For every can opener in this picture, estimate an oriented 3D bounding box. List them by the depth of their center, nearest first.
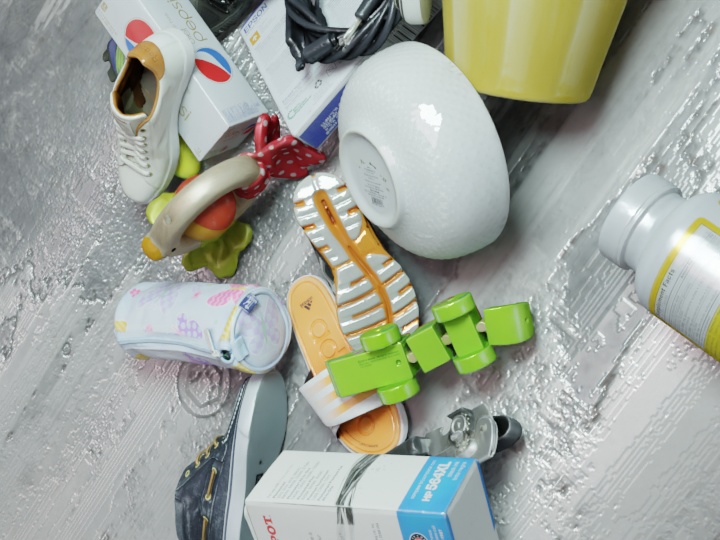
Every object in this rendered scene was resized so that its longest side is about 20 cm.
[{"bbox_3d":[0.064,0.184,1.175,0.200,0.067,0.054,-37,46,38],"label":"can opener"}]

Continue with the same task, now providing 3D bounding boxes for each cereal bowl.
[{"bbox_3d":[0.040,-0.097,1.138,0.200,0.083,0.201,44,149,37],"label":"cereal bowl"}]

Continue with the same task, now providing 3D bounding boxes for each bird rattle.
[{"bbox_3d":[-0.134,-0.067,1.274,0.200,0.163,0.113,-35,87,34],"label":"bird rattle"}]

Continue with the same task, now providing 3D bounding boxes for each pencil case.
[{"bbox_3d":[-0.163,0.057,1.297,0.199,0.083,0.091,4,46,43],"label":"pencil case"}]

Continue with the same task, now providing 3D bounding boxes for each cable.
[{"bbox_3d":[-0.010,-0.289,1.208,0.163,0.051,0.201,-23,54,39],"label":"cable"}]

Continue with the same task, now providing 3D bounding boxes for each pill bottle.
[{"bbox_3d":[0.290,0.009,1.012,0.200,0.112,0.112,39,105,30],"label":"pill bottle"}]

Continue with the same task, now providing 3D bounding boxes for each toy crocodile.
[{"bbox_3d":[0.061,0.069,1.162,0.199,0.062,0.068,-23,95,19],"label":"toy crocodile"}]

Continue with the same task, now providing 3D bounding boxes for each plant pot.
[{"bbox_3d":[0.150,-0.248,1.095,0.200,0.200,0.190,18,110,33],"label":"plant pot"}]

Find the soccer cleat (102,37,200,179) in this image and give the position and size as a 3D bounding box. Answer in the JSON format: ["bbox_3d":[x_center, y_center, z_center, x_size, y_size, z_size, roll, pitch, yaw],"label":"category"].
[{"bbox_3d":[-0.217,-0.191,1.388,0.084,0.065,0.201,-37,66,24],"label":"soccer cleat"}]

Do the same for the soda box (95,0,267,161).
[{"bbox_3d":[-0.188,-0.218,1.331,0.200,0.064,0.068,55,133,6],"label":"soda box"}]

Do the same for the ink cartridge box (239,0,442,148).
[{"bbox_3d":[-0.023,-0.252,1.272,0.196,0.043,0.200,-47,42,19],"label":"ink cartridge box"}]

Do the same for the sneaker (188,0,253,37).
[{"bbox_3d":[-0.124,-0.308,1.321,0.200,0.066,0.091,-45,20,19],"label":"sneaker"}]

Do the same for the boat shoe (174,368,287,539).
[{"bbox_3d":[-0.136,0.191,1.287,0.090,0.071,0.201,10,92,29],"label":"boat shoe"}]

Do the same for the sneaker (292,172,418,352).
[{"bbox_3d":[0.000,0.000,1.227,0.078,0.077,0.201,-23,89,-1],"label":"sneaker"}]

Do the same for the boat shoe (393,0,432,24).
[{"bbox_3d":[0.023,-0.310,1.098,0.063,0.071,0.201,-4,104,17],"label":"boat shoe"}]

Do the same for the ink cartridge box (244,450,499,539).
[{"bbox_3d":[0.015,0.242,1.136,0.199,0.084,0.147,-1,119,29],"label":"ink cartridge box"}]

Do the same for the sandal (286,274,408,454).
[{"bbox_3d":[-0.031,0.095,1.239,0.079,0.059,0.207,-40,65,23],"label":"sandal"}]

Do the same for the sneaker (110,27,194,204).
[{"bbox_3d":[-0.229,-0.147,1.294,0.073,0.085,0.201,29,127,19],"label":"sneaker"}]
